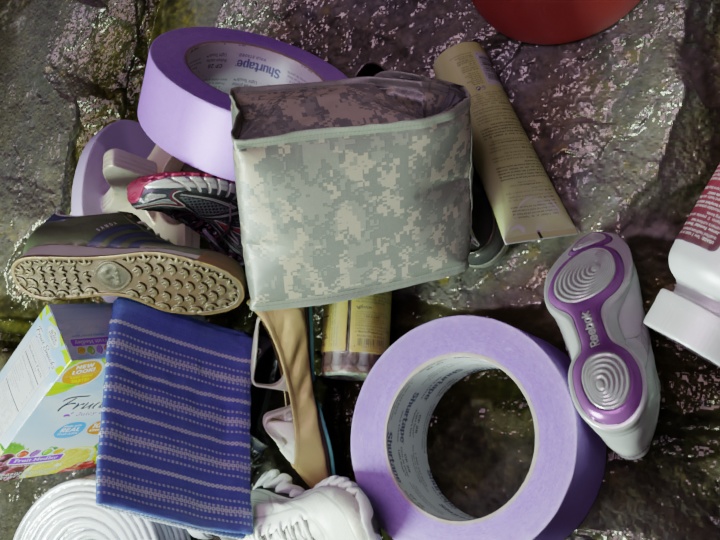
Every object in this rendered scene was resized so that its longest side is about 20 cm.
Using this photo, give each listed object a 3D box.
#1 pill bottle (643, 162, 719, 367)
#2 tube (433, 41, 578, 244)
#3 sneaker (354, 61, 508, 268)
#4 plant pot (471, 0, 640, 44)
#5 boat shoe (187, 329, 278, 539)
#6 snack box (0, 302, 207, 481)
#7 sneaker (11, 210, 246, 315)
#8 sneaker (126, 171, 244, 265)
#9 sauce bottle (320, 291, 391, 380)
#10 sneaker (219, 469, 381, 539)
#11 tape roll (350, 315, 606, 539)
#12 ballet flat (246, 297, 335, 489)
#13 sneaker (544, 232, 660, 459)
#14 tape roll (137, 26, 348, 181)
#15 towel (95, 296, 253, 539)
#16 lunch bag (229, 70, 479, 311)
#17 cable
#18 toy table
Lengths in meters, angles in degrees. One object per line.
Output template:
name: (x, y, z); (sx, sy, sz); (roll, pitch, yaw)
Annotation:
pill bottle: (0.303, -0.025, 0.837); (0.109, 0.109, 0.201); (31, 94, 30)
tube: (0.121, -0.111, 0.986); (0.058, 0.052, 0.201); (-27, 66, 11)
sneaker: (0.055, -0.092, 0.988); (0.075, 0.106, 0.200); (-38, 64, 16)
plant pot: (0.150, -0.319, 0.949); (0.200, 0.177, 0.201); (-7, 74, 27)
boat shoe: (-0.115, 0.156, 1.051); (0.066, 0.070, 0.201); (4, 73, 30)
snack box: (-0.254, 0.113, 1.044); (0.200, 0.168, 0.068); (-50, 59, 32)
sneaker: (-0.195, -0.018, 0.970); (0.199, 0.067, 0.090); (4, 40, 2)
sneaker: (-0.123, -0.041, 1.019); (0.080, 0.200, 0.075); (2, 77, 50)
sauce bottle: (0.000, 0.000, 1.022); (0.064, 0.065, 0.201); (-2, 77, 28)
sneaker: (-0.054, 0.220, 0.948); (0.200, 0.081, 0.075); (-13, 98, 55)
tape roll: (0.097, 0.142, 0.925); (0.199, 0.085, 0.201); (-6, 76, 27)
ballet flat: (-0.066, 0.112, 1.003); (0.063, 0.069, 0.201); (-9, 94, -12)
sneaker: (0.198, 0.060, 0.898); (0.075, 0.100, 0.201); (-14, 49, 21)
tape roll: (-0.102, -0.155, 1.030); (0.200, 0.200, 0.066); (37, 124, 30)
towel: (-0.153, 0.122, 0.950); (0.024, 0.144, 0.201); (-40, 41, 38)
lunch bag: (-0.002, -0.069, 0.916); (0.199, 0.165, 0.118); (-6, 33, -4)
cable: (-0.254, 0.298, 1.087); (0.199, 0.069, 0.201); (-22, 69, 22)
toy table: (-0.200, -0.070, 1.092); (0.117, 0.183, 0.201); (-20, 75, 39)
